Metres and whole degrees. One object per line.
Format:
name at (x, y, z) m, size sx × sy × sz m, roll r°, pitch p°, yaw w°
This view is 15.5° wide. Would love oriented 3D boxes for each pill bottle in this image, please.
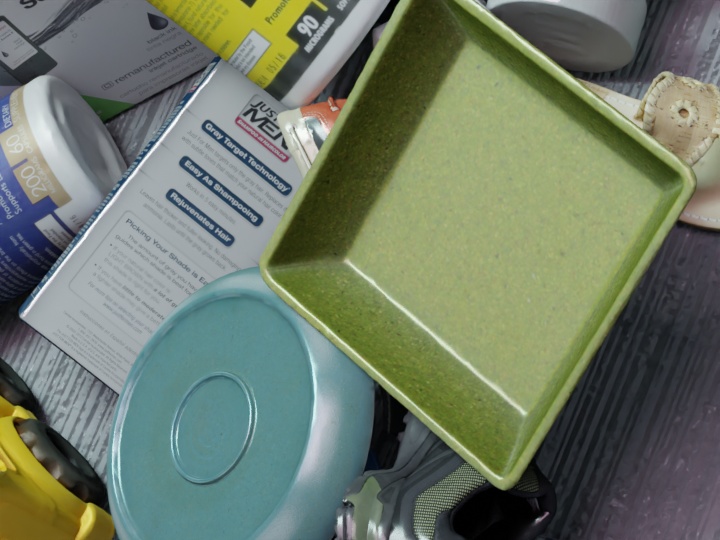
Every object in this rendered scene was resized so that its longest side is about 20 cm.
pill bottle at (0.141, -0.225, 1.554) m, size 0.109 × 0.110 × 0.201 m, roll 6°, pitch 70°, yaw 31°
pill bottle at (-0.250, -0.029, 1.671) m, size 0.200 × 0.111 × 0.111 m, roll -31°, pitch 55°, yaw 12°
pill bottle at (-0.081, -0.194, 1.523) m, size 0.200 × 0.114 × 0.114 m, roll 36°, pitch 85°, yaw -6°

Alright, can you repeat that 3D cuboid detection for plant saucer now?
plant saucer at (0.066, -0.023, 1.389) m, size 0.200 × 0.048 × 0.200 m, roll 40°, pitch 113°, yaw 26°
plant saucer at (-0.076, 0.090, 1.468) m, size 0.200 × 0.027 × 0.201 m, roll -19°, pitch 61°, yaw 37°

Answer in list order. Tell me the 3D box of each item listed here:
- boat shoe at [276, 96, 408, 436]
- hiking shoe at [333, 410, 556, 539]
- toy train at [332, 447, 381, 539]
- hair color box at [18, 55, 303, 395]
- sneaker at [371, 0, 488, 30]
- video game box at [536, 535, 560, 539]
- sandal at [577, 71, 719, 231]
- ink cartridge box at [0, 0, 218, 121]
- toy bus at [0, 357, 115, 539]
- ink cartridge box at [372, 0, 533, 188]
boat shoe at (0.000, 0.000, 1.505) m, size 0.062 × 0.071 × 0.201 m, roll -11°, pitch 91°, yaw -4°
hiking shoe at (0.067, 0.112, 1.426) m, size 0.100 × 0.076 × 0.200 m, roll 14°, pitch 43°, yaw 23°
toy train at (-0.052, 0.122, 1.508) m, size 0.114 × 0.087 × 0.201 m, roll -23°, pitch 59°, yaw 28°
hair color box at (-0.107, -0.022, 1.592) m, size 0.100 × 0.061 × 0.200 m, roll 39°, pitch 87°, yaw -8°
sneaker at (0.003, -0.178, 1.629) m, size 0.200 × 0.078 × 0.080 m, roll 28°, pitch 77°, yaw 46°
video game box at (0.140, 0.242, 1.364) m, size 0.199 × 0.047 × 0.183 m, roll 9°, pitch 73°, yaw 32°
sandal at (0.164, -0.079, 1.493) m, size 0.211 × 0.070 × 0.078 m, roll 16°, pitch 75°, yaw 33°
ink cartridge box at (-0.201, -0.179, 1.662) m, size 0.145 × 0.200 × 0.084 m, roll -26°, pitch 56°, yaw 15°
toy bus at (-0.271, 0.110, 1.566) m, size 0.136 × 0.192 × 0.200 m, roll -45°, pitch 52°, yaw 4°
ink cartridge box at (0.067, -0.077, 1.509) m, size 0.068 × 0.116 × 0.200 m, roll -27°, pitch 50°, yaw -20°
